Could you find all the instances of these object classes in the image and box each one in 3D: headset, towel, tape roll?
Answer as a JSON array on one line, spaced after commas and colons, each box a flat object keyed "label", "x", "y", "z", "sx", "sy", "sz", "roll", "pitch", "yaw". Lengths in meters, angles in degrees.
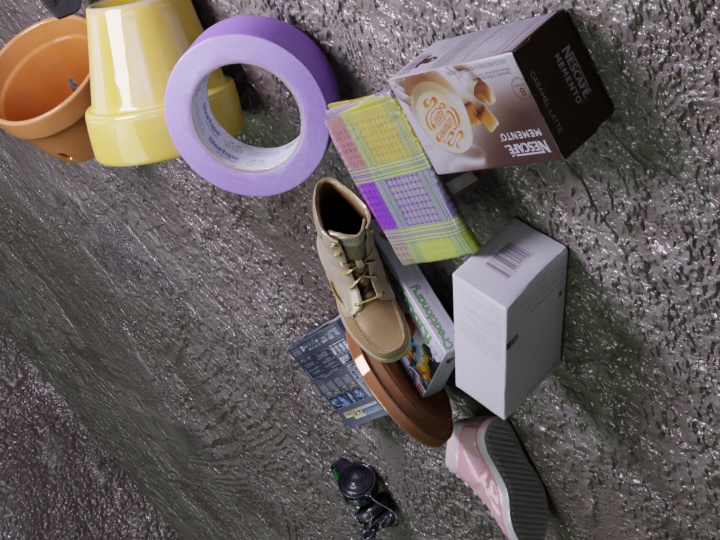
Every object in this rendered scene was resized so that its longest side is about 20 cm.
[{"label": "headset", "x": 0.000, "y": 0.385, "z": 2.156, "sx": 0.124, "sy": 0.094, "sz": 0.200, "roll": 61, "pitch": 163, "yaw": -22}, {"label": "towel", "x": 0.043, "y": -0.100, "z": 1.408, "sx": 0.143, "sy": 0.023, "sz": 0.202, "roll": -9, "pitch": 114, "yaw": 55}, {"label": "tape roll", "x": -0.125, "y": -0.190, "z": 1.524, "sx": 0.197, "sy": 0.066, "sz": 0.202, "roll": 6, "pitch": 122, "yaw": 10}]

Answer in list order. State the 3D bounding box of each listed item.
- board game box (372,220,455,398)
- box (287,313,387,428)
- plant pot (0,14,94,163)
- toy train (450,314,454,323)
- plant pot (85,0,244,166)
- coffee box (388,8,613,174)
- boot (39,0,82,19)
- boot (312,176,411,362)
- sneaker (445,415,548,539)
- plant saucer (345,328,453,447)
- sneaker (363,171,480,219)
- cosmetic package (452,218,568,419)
[{"label": "board game box", "x": 0.055, "y": 0.045, "z": 1.635, "sx": 0.201, "sy": 0.034, "sz": 0.127, "roll": 58, "pitch": 155, "yaw": 22}, {"label": "box", "x": -0.010, "y": 0.143, "z": 1.909, "sx": 0.158, "sy": 0.051, "sz": 0.200, "roll": 52, "pitch": 153, "yaw": -3}, {"label": "plant pot", "x": -0.436, "y": -0.254, "z": 1.928, "sx": 0.199, "sy": 0.201, "sz": 0.140, "roll": 29, "pitch": 163, "yaw": 35}, {"label": "toy train", "x": 0.115, "y": 0.080, "z": 1.636, "sx": 0.034, "sy": 0.046, "sz": 0.200, "roll": 46, "pitch": 154, "yaw": 6}, {"label": "plant pot", "x": -0.261, "y": -0.252, "z": 1.657, "sx": 0.200, "sy": 0.199, "sz": 0.191, "roll": 13, "pitch": 120, "yaw": 50}, {"label": "coffee box", "x": 0.131, "y": -0.166, "z": 1.255, "sx": 0.199, "sy": 0.080, "sz": 0.115, "roll": 1, "pitch": 126, "yaw": 57}, {"label": "boot", "x": -0.463, "y": -0.444, "z": 1.850, "sx": 0.138, "sy": 0.077, "sz": 0.202, "roll": -6, "pitch": 107, "yaw": 64}, {"label": "boot", "x": 0.000, "y": 0.000, "z": 1.547, "sx": 0.156, "sy": 0.072, "sz": 0.202, "roll": 87, "pitch": 160, "yaw": -67}, {"label": "sneaker", "x": 0.180, "y": 0.282, "z": 1.762, "sx": 0.104, "sy": 0.075, "sz": 0.202, "roll": -2, "pitch": 116, "yaw": 53}, {"label": "plant saucer", "x": 0.057, "y": 0.136, "z": 1.695, "sx": 0.200, "sy": 0.032, "sz": 0.201, "roll": 46, "pitch": -163, "yaw": -19}, {"label": "sneaker", "x": 0.055, "y": -0.118, "z": 1.464, "sx": 0.199, "sy": 0.067, "sz": 0.091, "roll": -10, "pitch": 109, "yaw": 61}, {"label": "cosmetic package", "x": 0.166, "y": 0.056, "z": 1.455, "sx": 0.081, "sy": 0.113, "sz": 0.201, "roll": 32, "pitch": 150, "yaw": 31}]
